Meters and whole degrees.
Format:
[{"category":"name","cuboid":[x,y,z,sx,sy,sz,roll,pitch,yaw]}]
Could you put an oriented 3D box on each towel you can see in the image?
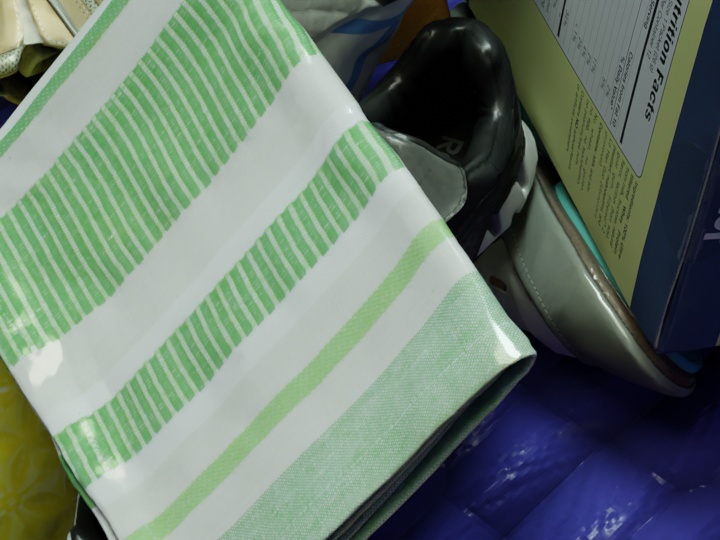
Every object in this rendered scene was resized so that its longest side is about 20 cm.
[{"category":"towel","cuboid":[-0.050,0.004,0.659,0.153,0.023,0.200,-47,54,20]}]

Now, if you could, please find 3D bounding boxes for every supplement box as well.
[{"category":"supplement box","cuboid":[0.162,-0.100,0.737,0.199,0.135,0.200,-7,46,-16]}]

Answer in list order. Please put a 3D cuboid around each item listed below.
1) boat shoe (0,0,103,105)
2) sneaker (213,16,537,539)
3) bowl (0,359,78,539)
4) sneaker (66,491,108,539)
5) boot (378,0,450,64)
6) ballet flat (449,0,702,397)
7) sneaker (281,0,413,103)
[{"category":"boat shoe","cuboid":[-0.121,-0.090,0.823,0.200,0.072,0.076,43,49,5]},{"category":"sneaker","cuboid":[0.000,0.000,0.684,0.066,0.091,0.201,18,60,16]},{"category":"bowl","cuboid":[-0.176,0.016,0.784,0.199,0.108,0.201,-7,49,8]},{"category":"sneaker","cuboid":[-0.048,0.045,0.745,0.073,0.080,0.201,-2,48,16]},{"category":"boot","cuboid":[0.009,-0.144,0.744,0.200,0.145,0.071,-10,24,35]},{"category":"ballet flat","cuboid":[0.061,-0.016,0.789,0.064,0.067,0.201,-39,45,18]},{"category":"sneaker","cuboid":[-0.020,-0.084,0.725,0.072,0.200,0.072,37,24,2]}]
